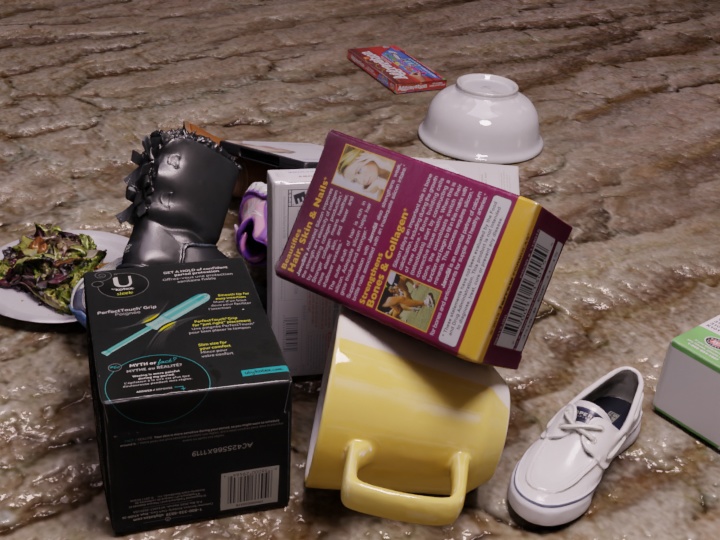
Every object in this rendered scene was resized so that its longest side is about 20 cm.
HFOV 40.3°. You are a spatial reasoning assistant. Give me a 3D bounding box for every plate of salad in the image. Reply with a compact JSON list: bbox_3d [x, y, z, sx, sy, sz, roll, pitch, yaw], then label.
[{"bbox_3d":[-0.319,-0.006,1.067,0.197,0.049,0.201,3,30,-2],"label":"plate of salad"}]

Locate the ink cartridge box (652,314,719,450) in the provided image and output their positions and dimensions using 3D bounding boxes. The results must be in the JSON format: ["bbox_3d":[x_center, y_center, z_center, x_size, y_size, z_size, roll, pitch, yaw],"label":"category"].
[{"bbox_3d":[0.404,0.102,0.943,0.198,0.085,0.144,-19,37,-35],"label":"ink cartridge box"}]

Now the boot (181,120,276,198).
[{"bbox_3d":[-0.158,-0.149,1.318,0.153,0.078,0.200,-2,19,-26],"label":"boot"}]

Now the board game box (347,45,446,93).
[{"bbox_3d":[0.063,-0.366,1.776,0.102,0.020,0.200,-11,34,-23],"label":"board game box"}]

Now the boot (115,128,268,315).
[{"bbox_3d":[-0.149,-0.037,0.974,0.197,0.165,0.073,22,-22,-36],"label":"boot"}]

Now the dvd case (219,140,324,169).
[{"bbox_3d":[-0.064,-0.136,1.188,0.141,0.018,0.199,-3,15,-37],"label":"dvd case"}]

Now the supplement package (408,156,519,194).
[{"bbox_3d":[0.069,-0.042,1.079,0.197,0.122,0.121,5,50,0],"label":"supplement package"}]

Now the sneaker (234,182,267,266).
[{"bbox_3d":[-0.108,-0.045,1.095,0.089,0.081,0.200,-48,15,-16],"label":"sneaker"}]

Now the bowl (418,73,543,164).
[{"bbox_3d":[0.189,-0.245,1.511,0.198,0.091,0.202,3,30,-2],"label":"bowl"}]

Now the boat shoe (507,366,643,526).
[{"bbox_3d":[0.191,0.144,0.859,0.073,0.066,0.200,21,33,26],"label":"boat shoe"}]

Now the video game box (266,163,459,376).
[{"bbox_3d":[0.000,0.000,0.946,0.180,0.203,0.047,-2,23,-12],"label":"video game box"}]

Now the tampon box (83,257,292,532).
[{"bbox_3d":[-0.151,0.096,0.834,0.148,0.128,0.200,-5,30,-17],"label":"tampon box"}]

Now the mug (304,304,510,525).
[{"bbox_3d":[0.038,0.134,0.808,0.151,0.150,0.188,12,57,-4],"label":"mug"}]

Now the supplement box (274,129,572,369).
[{"bbox_3d":[0.050,-0.017,0.804,0.198,0.132,0.103,24,4,28],"label":"supplement box"}]

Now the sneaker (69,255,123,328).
[{"bbox_3d":[-0.217,-0.003,1.006,0.077,0.085,0.200,43,35,3],"label":"sneaker"}]
